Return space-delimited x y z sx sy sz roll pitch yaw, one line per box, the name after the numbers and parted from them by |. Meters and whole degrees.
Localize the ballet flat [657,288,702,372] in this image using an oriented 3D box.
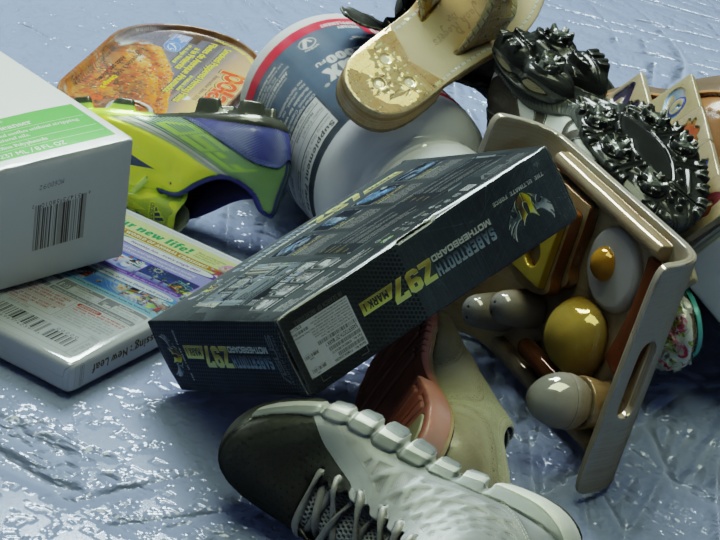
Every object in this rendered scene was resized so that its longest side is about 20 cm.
0.153 0.013 1.599 0.064 0.076 0.200 -5 20 -9 | ballet flat

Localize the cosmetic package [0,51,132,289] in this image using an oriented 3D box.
-0.238 -0.072 1.554 0.107 0.085 0.200 -18 38 -39 | cosmetic package

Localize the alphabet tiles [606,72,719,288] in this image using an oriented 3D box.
0.149 -0.033 1.578 0.006 0.166 0.201 39 27 -32 | alphabet tiles

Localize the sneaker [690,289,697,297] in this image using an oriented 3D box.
0.210 -0.031 1.717 0.079 0.074 0.200 -3 21 5 | sneaker

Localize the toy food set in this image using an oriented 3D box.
0.106 0.015 1.478 0.060 0.144 0.200 4 26 -31 | toy food set

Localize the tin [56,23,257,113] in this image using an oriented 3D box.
-0.138 -0.119 1.783 0.111 0.042 0.200 12 26 13 | tin

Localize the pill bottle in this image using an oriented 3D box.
0.012 -0.073 1.654 0.119 0.120 0.200 -4 30 -27 | pill bottle

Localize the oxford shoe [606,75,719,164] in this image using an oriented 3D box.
0.177 -0.073 1.643 0.071 0.071 0.200 -50 18 -26 | oxford shoe

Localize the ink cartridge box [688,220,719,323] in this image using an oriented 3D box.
0.286 -0.008 1.590 0.145 0.087 0.200 49 29 -5 | ink cartridge box

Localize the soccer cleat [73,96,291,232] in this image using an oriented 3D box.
-0.140 -0.065 1.644 0.199 0.084 0.065 0 -6 19 | soccer cleat

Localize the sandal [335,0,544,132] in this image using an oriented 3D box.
0.065 -0.169 1.597 0.078 0.070 0.212 39 55 5 | sandal

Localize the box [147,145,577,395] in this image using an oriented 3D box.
0.000 0.000 1.440 0.200 0.051 0.157 -32 15 -27 | box

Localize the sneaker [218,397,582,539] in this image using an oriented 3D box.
0.008 0.134 1.297 0.199 0.075 0.116 18 30 12 | sneaker

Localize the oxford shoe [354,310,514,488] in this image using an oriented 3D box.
0.044 0.080 1.445 0.074 0.071 0.200 31 22 -15 | oxford shoe

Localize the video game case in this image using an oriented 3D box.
-0.191 -0.001 1.547 0.199 0.022 0.182 24 30 27 | video game case

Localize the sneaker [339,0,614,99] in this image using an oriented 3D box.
0.081 -0.140 1.685 0.199 0.060 0.104 29 9 -5 | sneaker

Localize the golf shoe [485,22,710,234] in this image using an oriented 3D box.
0.140 -0.065 1.563 0.077 0.095 0.200 0 34 -30 | golf shoe
